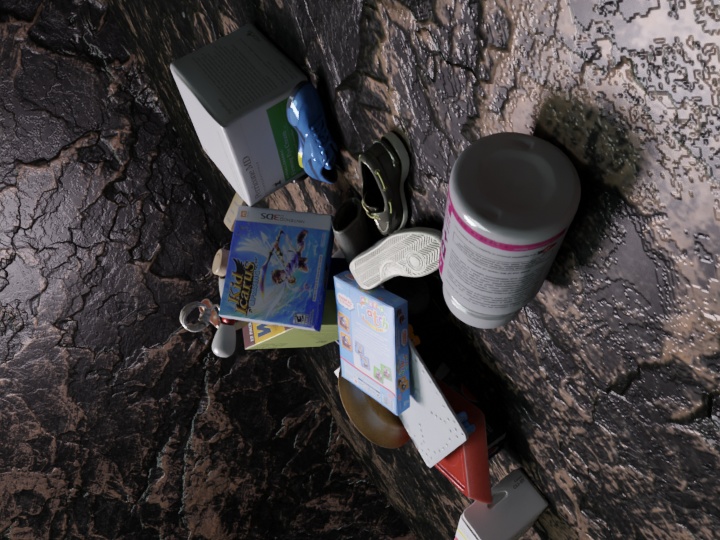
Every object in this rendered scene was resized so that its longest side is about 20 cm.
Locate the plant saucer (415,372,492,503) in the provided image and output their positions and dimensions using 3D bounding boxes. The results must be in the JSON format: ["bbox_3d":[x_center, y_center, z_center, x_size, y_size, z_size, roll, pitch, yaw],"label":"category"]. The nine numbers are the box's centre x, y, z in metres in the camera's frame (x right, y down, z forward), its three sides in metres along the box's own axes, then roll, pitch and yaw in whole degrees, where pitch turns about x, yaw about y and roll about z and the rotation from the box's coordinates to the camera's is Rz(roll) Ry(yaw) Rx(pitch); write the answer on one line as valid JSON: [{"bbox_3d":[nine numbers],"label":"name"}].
[{"bbox_3d":[0.146,0.287,1.052,0.199,0.036,0.203,31,137,53],"label":"plant saucer"}]

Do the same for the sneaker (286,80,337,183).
[{"bbox_3d":[-0.067,-0.220,0.979,0.078,0.066,0.201,38,158,23],"label":"sneaker"}]

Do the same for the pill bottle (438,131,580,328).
[{"bbox_3d":[0.135,-0.027,0.591,0.114,0.112,0.201,50,163,25],"label":"pill bottle"}]

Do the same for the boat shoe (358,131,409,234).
[{"bbox_3d":[0.029,-0.113,0.866,0.072,0.060,0.203,51,163,25],"label":"boat shoe"}]

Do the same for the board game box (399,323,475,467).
[{"bbox_3d":[0.100,0.214,1.010,0.201,0.026,0.201,58,155,20],"label":"board game box"}]

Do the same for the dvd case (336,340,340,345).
[{"bbox_3d":[0.014,0.186,1.416,0.149,0.025,0.200,22,-175,-30],"label":"dvd case"}]

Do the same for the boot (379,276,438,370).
[{"bbox_3d":[0.094,0.101,1.055,0.165,0.065,0.203,-123,14,-60],"label":"boot"}]

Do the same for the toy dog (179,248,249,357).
[{"bbox_3d":[-0.252,0.053,1.134,0.131,0.202,0.096,37,161,-20],"label":"toy dog"}]

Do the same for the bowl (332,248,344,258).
[{"bbox_3d":[-0.020,0.070,1.368,0.201,0.074,0.201,53,163,18],"label":"bowl"}]

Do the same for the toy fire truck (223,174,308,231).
[{"bbox_3d":[-0.223,-0.196,1.245,0.176,0.198,0.130,37,155,52],"label":"toy fire truck"}]

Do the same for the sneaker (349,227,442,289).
[{"bbox_3d":[0.069,-0.032,0.901,0.199,0.084,0.076,-15,106,49],"label":"sneaker"}]

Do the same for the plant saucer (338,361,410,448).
[{"bbox_3d":[0.045,0.232,1.141,0.035,0.199,0.202,-38,82,36],"label":"plant saucer"}]

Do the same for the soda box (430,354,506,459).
[{"bbox_3d":[0.175,0.254,1.097,0.200,0.070,0.064,48,160,37],"label":"soda box"}]

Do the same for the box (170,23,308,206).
[{"bbox_3d":[-0.194,-0.273,1.056,0.200,0.170,0.200,49,163,29],"label":"box"}]

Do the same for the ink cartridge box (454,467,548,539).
[{"bbox_3d":[0.257,0.470,1.118,0.084,0.144,0.201,47,162,30],"label":"ink cartridge box"}]

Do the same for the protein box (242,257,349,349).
[{"bbox_3d":[-0.108,0.068,1.206,0.199,0.196,0.137,-26,68,45],"label":"protein box"}]

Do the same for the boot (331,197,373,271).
[{"bbox_3d":[-0.002,0.001,1.068,0.202,0.071,0.184,77,-166,-44],"label":"boot"}]

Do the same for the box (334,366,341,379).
[{"bbox_3d":[0.055,0.227,1.225,0.043,0.199,0.161,-38,82,35],"label":"box"}]

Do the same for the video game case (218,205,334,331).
[{"bbox_3d":[-0.145,-0.006,1.060,0.045,0.178,0.204,43,-125,-75],"label":"video game case"}]

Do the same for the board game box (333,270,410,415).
[{"bbox_3d":[0.019,0.118,0.995,0.150,0.036,0.203,26,130,45],"label":"board game box"}]
